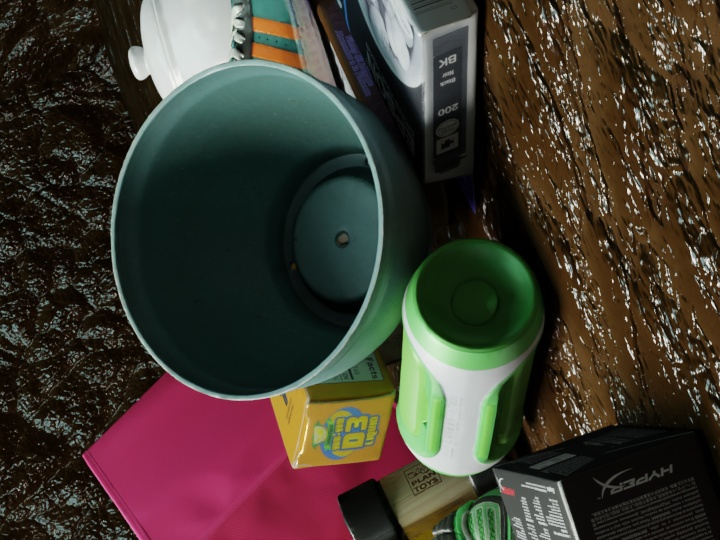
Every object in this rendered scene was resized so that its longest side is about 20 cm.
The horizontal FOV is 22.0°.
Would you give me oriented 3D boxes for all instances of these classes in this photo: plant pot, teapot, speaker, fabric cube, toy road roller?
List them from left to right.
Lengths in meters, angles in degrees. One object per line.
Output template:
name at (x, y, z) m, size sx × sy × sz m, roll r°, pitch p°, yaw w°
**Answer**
teapot at (-0.107, -0.183, 1.413) m, size 0.198 × 0.145 × 0.201 m, roll 75°, pitch -179°, yaw -45°
fabric cube at (-0.052, 0.164, 1.397) m, size 0.200 × 0.199 × 0.196 m, roll 48°, pitch 174°, yaw -33°
plant pot at (-0.037, -0.022, 1.146) m, size 0.134 × 0.200 × 0.201 m, roll 3°, pitch -117°, yaw -58°
speaker at (0.064, 0.057, 1.128) m, size 0.200 × 0.088 × 0.089 m, roll 91°, pitch 159°, yaw -64°
toy road roller at (0.082, 0.213, 1.243) m, size 0.146 × 0.122 × 0.200 m, roll 60°, pitch -178°, yaw -45°

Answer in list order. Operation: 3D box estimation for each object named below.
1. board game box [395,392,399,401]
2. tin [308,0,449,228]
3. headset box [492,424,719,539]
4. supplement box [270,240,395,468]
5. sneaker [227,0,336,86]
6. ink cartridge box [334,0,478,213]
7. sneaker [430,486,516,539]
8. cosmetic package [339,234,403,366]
board game box at (-0.004, 0.204, 1.615) m, size 0.201 × 0.151 × 0.046 m, roll 82°, pitch 166°, yaw -46°
tin at (0.009, -0.113, 1.267) m, size 0.112 × 0.042 × 0.201 m, roll 89°, pitch 160°, yaw -58°
headset box at (0.144, 0.184, 0.926) m, size 0.149 × 0.075 × 0.201 m, roll 152°, pitch 100°, yaw -81°
supplement box at (-0.035, 0.041, 1.264) m, size 0.201 × 0.068 × 0.067 m, roll -108°, pitch 23°, yaw -46°
sneaker at (-0.066, -0.143, 1.278) m, size 0.071 × 0.080 × 0.201 m, roll -179°, pitch 71°, yaw -83°
ink cartridge box at (0.019, -0.158, 1.116) m, size 0.200 × 0.043 × 0.199 m, roll 84°, pitch 165°, yaw -58°
sneaker at (0.127, 0.212, 1.083) m, size 0.200 × 0.085 × 0.078 m, roll 54°, pitch -159°, yaw 9°
cosmetic package at (0.000, 0.000, 1.440) m, size 0.200 × 0.073 × 0.104 m, roll -145°, pitch 37°, yaw -73°
